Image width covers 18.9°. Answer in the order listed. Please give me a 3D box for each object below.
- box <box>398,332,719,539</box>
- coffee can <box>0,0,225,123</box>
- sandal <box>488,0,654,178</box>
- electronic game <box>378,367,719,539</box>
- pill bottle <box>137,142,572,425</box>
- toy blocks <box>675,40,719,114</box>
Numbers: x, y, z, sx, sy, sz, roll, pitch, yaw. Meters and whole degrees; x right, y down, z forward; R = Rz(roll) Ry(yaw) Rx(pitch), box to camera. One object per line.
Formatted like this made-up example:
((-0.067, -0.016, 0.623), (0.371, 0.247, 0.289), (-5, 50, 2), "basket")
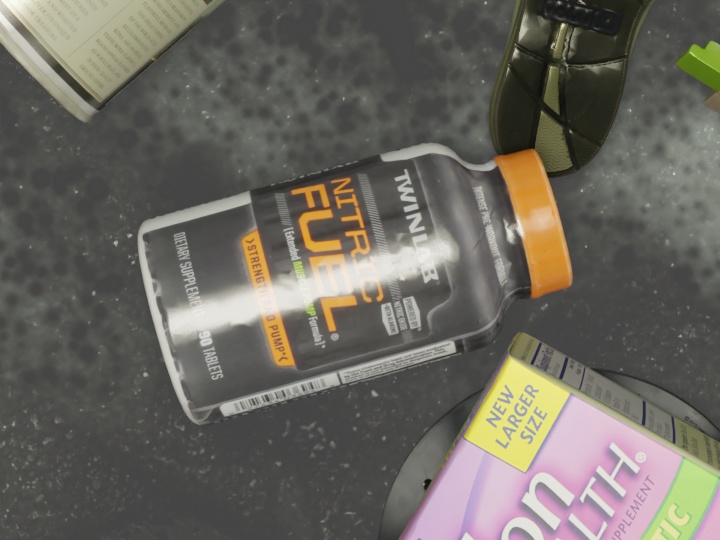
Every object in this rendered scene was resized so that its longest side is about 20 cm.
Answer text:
((0.116, 0.156, 1.019), (0.200, 0.097, 0.176), (30, 98, 5), "box")
((-0.103, -0.189, 1.029), (0.200, 0.146, 0.146), (-41, 91, 1), "coffee can")
((0.114, -0.145, 1.080), (0.080, 0.057, 0.201), (23, 106, -6), "sandal")
((0.107, 0.148, 1.089), (0.200, 0.042, 0.200), (1, 95, 8), "electronic game")
((0.000, 0.000, 1.055), (0.200, 0.106, 0.106), (-16, 91, 0), "pill bottle")
((0.271, -0.103, 1.068), (0.200, 0.100, 0.137), (32, 79, -1), "toy blocks")
